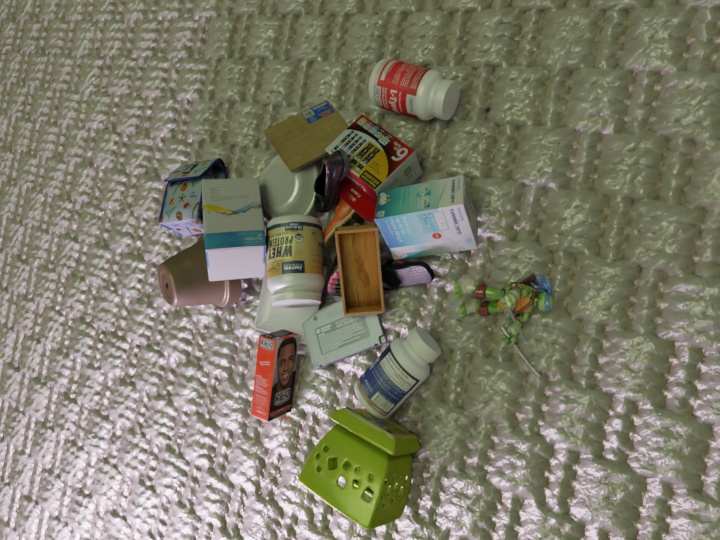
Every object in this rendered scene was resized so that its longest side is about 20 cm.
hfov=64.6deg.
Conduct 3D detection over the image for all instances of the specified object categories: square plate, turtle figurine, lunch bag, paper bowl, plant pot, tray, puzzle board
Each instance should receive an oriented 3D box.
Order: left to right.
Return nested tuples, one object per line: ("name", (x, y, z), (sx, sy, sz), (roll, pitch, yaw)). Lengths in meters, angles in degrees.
("lunch bag", (-0.474, -0.219, 1.629), (0.166, 0.123, 0.206), (-4, 69, 28))
("plant pot", (-0.434, 0.013, 1.505), (0.198, 0.172, 0.206), (24, 122, 45))
("paper bowl", (-0.185, -0.211, 1.476), (0.196, 0.104, 0.207), (-3, 84, 28))
("square plate", (-0.179, 0.073, 1.482), (0.194, 0.028, 0.206), (12, 90, 29))
("puzzle board", (-0.128, -0.343, 1.450), (0.197, 0.018, 0.152), (-30, 66, -16))
("tray", (0.000, 0.000, 1.297), (0.096, 0.037, 0.206), (-4, 111, 3))
("plant pot", (0.013, 0.416, 1.248), (0.195, 0.199, 0.186), (21, 87, 29))
("turtle figurine", (0.283, 0.093, 1.162), (0.190, 0.143, 0.206), (10, 85, 33))

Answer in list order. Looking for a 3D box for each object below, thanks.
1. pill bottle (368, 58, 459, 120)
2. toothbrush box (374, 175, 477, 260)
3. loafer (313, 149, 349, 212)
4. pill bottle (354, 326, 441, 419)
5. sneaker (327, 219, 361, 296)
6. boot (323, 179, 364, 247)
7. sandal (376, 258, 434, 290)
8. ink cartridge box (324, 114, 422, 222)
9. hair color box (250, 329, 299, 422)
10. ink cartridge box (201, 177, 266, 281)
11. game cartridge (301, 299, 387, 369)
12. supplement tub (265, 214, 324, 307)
("pill bottle", (0.125, -0.416, 1.323), (0.197, 0.111, 0.115), (24, 96, 29))
("toothbrush box", (0.146, -0.110, 1.237), (0.195, 0.147, 0.087), (-8, 51, 20))
("loafer", (-0.085, -0.205, 1.336), (0.073, 0.062, 0.201), (59, 148, 19))
("pill bottle", (0.085, 0.224, 1.272), (0.201, 0.110, 0.111), (-49, 65, 15))
("sneaker", (-0.033, -0.032, 1.372), (0.096, 0.077, 0.203), (-111, 37, -52))
("boot", (-0.037, -0.153, 1.410), (0.201, 0.075, 0.107), (-49, 62, 6))
("sandal", (0.091, 0.003, 1.322), (0.196, 0.076, 0.045), (-4, 40, 40))
("ink cartridge box", (0.014, -0.240, 1.331), (0.175, 0.084, 0.200), (-44, 55, -7))
("hair color box", (-0.212, 0.260, 1.422), (0.060, 0.101, 0.206), (11, 99, 28))
("ink cartridge box", (-0.315, -0.104, 1.415), (0.142, 0.148, 0.205), (-4, 62, -14))
("game cartridge", (-0.041, 0.143, 1.379), (0.196, 0.040, 0.137), (-21, 78, 14))
("supplement tub", (-0.158, -0.019, 1.385), (0.141, 0.143, 0.206), (-10, 77, 27))
